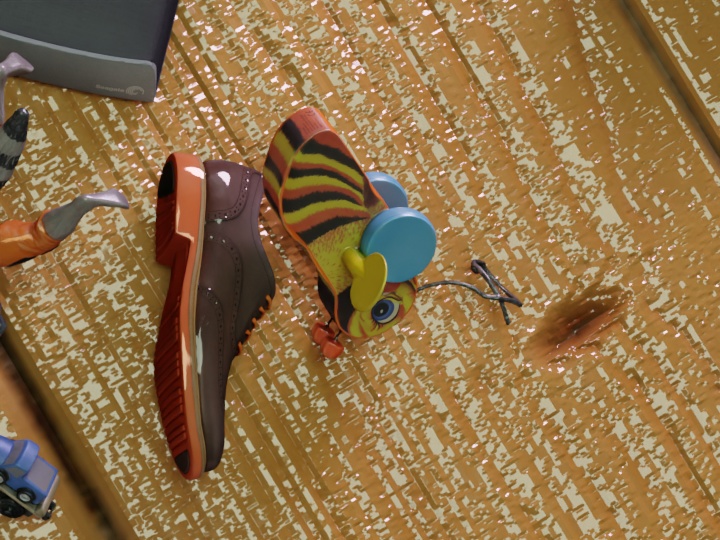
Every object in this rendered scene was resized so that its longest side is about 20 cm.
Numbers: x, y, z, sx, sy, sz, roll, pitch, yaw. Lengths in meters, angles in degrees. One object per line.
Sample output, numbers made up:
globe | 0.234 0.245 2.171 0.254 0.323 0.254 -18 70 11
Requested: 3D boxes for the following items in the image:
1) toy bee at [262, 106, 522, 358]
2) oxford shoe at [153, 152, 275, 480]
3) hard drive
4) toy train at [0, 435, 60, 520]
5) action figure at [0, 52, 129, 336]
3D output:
toy bee | 0.000 0.000 1.280 0.109 0.131 0.200 -45 103 5
oxford shoe | -0.084 0.027 1.271 0.072 0.071 0.200 5 77 -19
hard drive | -0.207 -0.190 1.297 0.200 0.042 0.135 15 75 -11
toy train | -0.247 0.077 1.203 0.200 0.046 0.034 41 36 -20
action figure | -0.257 -0.042 1.211 0.193 0.105 0.200 -40 85 9
